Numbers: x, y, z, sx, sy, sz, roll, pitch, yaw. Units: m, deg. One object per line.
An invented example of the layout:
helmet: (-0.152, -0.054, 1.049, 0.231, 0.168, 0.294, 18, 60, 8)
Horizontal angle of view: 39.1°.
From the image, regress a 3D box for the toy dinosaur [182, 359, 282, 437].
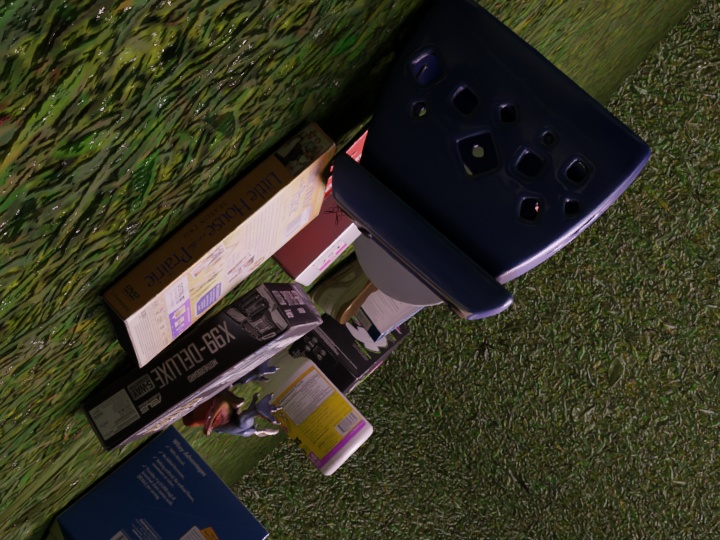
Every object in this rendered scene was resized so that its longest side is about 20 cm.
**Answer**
toy dinosaur: (-0.166, 0.140, 1.126, 0.180, 0.106, 0.199, -22, 167, 35)

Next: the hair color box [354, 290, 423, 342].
hair color box: (0.077, 0.026, 1.761, 0.199, 0.100, 0.061, -34, 171, -20)

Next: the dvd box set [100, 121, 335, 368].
dvd box set: (-0.105, -0.016, 0.772, 0.200, 0.029, 0.146, -42, 172, -17)

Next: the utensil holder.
utensil holder: (0.102, -0.058, 1.204, 0.170, 0.170, 0.200, -48, 172, 27)

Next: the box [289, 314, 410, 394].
box: (-0.033, 0.146, 1.816, 0.149, 0.124, 0.200, -49, 171, 37)

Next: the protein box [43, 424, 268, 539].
protein box: (-0.267, 0.353, 1.310, 0.200, 0.199, 0.135, -38, 172, -42)

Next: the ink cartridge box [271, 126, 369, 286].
ink cartridge box: (-0.007, -0.073, 0.985, 0.200, 0.044, 0.174, -45, 175, 0)

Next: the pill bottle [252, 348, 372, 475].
pill bottle: (-0.082, 0.205, 1.539, 0.104, 0.200, 0.104, -43, 173, -6)

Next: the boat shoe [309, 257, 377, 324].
boat shoe: (-0.001, 0.002, 1.474, 0.201, 0.063, 0.074, -48, 166, -46)

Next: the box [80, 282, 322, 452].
box: (-0.140, 0.084, 0.941, 0.199, 0.050, 0.158, -34, 174, 6)

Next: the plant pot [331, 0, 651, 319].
plant pot: (0.089, -0.074, 0.821, 0.180, 0.200, 0.200, -50, 174, 1)
